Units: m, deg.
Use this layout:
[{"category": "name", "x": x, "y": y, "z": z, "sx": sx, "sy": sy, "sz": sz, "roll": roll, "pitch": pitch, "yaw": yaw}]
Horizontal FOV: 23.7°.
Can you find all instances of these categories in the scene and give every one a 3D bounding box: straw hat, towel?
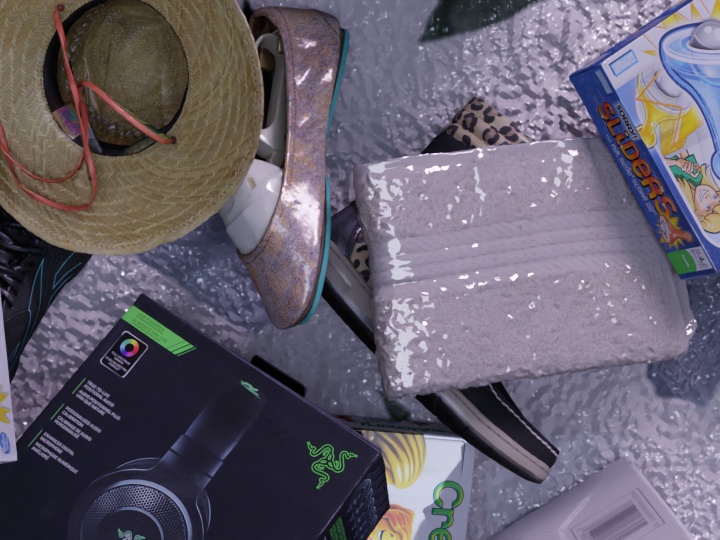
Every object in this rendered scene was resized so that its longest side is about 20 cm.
[{"category": "straw hat", "x": -0.128, "y": -0.113, "z": 0.954, "sx": 0.200, "sy": 0.085, "sz": 0.202, "roll": 8, "pitch": 113, "yaw": 19}, {"category": "towel", "x": 0.095, "y": -0.004, "z": 0.957, "sx": 0.199, "sy": 0.034, "sz": 0.133, "roll": -8, "pitch": 90, "yaw": -22}]

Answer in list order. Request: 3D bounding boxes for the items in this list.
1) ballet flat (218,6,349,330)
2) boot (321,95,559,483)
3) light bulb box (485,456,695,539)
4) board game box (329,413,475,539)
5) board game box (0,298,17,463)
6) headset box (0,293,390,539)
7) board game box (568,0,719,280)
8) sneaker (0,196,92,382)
[{"category": "ballet flat", "x": -0.052, "y": -0.063, "z": 0.970, "sx": 0.067, "sy": 0.068, "sz": 0.201, "roll": 18, "pitch": 59, "yaw": -24}, {"category": "boot", "x": 0.077, "y": 0.010, "z": 1.005, "sx": 0.200, "sy": 0.073, "sz": 0.151, "roll": 45, "pitch": 81, "yaw": 1}, {"category": "light bulb box", "x": 0.168, "y": 0.242, "z": 0.986, "sx": 0.125, "sy": 0.198, "sz": 0.200, "roll": -31, "pitch": 99, "yaw": 2}, {"category": "board game box", "x": -0.002, "y": 0.191, "z": 1.051, "sx": 0.126, "sy": 0.035, "sz": 0.201, "roll": 5, "pitch": 96, "yaw": -5}, {"category": "board game box", "x": -0.254, "y": 0.017, "z": 0.948, "sx": 0.134, "sy": 0.034, "sz": 0.201, "roll": -17, "pitch": 77, "yaw": 39}, {"category": "headset box", "x": -0.101, "y": 0.137, "z": 0.952, "sx": 0.174, "sy": 0.093, "sz": 0.200, "roll": 32, "pitch": 69, "yaw": 19}, {"category": "board game box", "x": 0.229, "y": -0.103, "z": 0.991, "sx": 0.200, "sy": 0.034, "sz": 0.136, "roll": -35, "pitch": 99, "yaw": -26}, {"category": "sneaker", "x": -0.203, "y": 0.003, "z": 0.995, "sx": 0.075, "sy": 0.079, "sz": 0.201, "roll": 23, "pitch": 93, "yaw": -6}]
